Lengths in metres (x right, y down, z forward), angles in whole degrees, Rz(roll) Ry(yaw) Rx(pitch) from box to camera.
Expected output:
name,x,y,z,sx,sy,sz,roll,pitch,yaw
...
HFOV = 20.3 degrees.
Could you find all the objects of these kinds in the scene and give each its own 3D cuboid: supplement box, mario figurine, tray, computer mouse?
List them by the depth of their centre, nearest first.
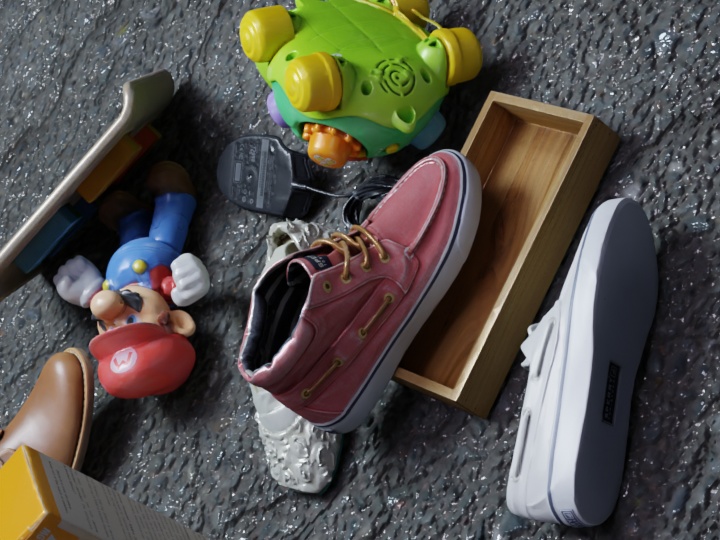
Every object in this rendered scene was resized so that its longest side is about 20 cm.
name,x,y,z,sx,sy,sz,roll,pitch,yaw
supplement box,-0.172,0.213,1.283,0.126,0.199,0.074,-48,38,12
tray,0.083,-0.012,1.298,0.098,0.037,0.201,19,79,49
computer mouse,-0.027,-0.060,1.441,0.199,0.034,0.059,16,101,40
mario figurine,-0.168,0.004,1.475,0.124,0.105,0.201,112,162,-44

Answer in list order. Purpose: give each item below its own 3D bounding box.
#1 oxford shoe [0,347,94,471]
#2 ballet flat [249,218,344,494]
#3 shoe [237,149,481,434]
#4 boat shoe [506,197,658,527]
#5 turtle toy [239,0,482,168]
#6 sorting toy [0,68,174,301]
name,x,y,z,sx,sy,sz,roll,pitch,yaw
oxford shoe,-0.256,0.146,1.478,0.071,0.071,0.201,33,101,50
ballet flat,-0.049,0.054,1.365,0.071,0.072,0.202,-20,54,35
shoe,0.000,0.000,1.276,0.071,0.091,0.201,24,84,49
boat shoe,0.125,0.051,1.190,0.065,0.073,0.202,-2,64,38
turtle toy,-0.012,-0.139,1.407,0.200,0.144,0.102,48,143,48
sorting toy,-0.212,-0.063,1.556,0.201,0.036,0.185,-52,2,10
